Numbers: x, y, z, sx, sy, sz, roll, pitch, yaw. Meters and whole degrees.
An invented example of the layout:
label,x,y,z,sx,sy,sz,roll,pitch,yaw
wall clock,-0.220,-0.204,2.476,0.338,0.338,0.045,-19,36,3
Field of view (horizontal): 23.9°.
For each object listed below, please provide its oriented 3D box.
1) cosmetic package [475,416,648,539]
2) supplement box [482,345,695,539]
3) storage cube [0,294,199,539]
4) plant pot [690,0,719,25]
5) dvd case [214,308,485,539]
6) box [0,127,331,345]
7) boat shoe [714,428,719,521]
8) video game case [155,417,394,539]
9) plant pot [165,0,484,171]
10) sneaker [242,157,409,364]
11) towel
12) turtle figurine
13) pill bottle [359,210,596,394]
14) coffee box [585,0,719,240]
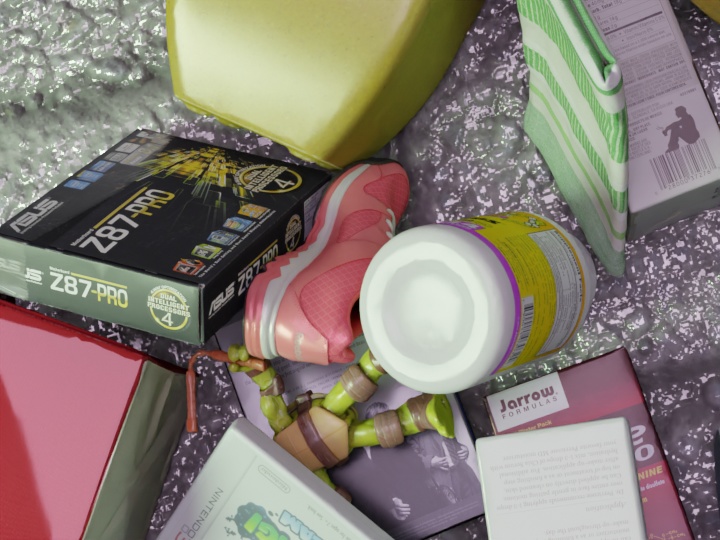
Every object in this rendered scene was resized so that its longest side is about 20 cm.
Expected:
label,x,y,z,sx,sy,sz,roll,pitch,yaw
cosmetic package,0.139,0.202,1.095,0.100,0.071,0.202,-9,81,10
supplement box,0.165,0.165,1.163,0.108,0.061,0.202,-20,79,6
storage cube,-0.233,0.115,1.167,0.178,0.171,0.202,19,84,9
plant pot,0.274,-0.247,1.159,0.142,0.200,0.200,-45,78,24
dvd case,-0.004,0.102,1.213,0.149,0.025,0.202,-22,79,4
box,-0.130,-0.028,1.156,0.160,0.200,0.050,12,119,21
boat shoe,0.287,0.199,1.127,0.090,0.071,0.203,-2,71,7
video game case,-0.049,0.226,1.153,0.199,0.024,0.183,38,118,7
plant pot,-0.030,-0.182,1.181,0.193,0.195,0.202,24,94,10
sneaker,0.000,0.000,1.156,0.086,0.074,0.201,16,44,21
towel,0.138,-0.109,1.118,0.023,0.201,0.153,-19,55,-7
turtle figurine,-0.017,0.118,1.168,0.160,0.064,0.201,-28,92,17
pill bottle,0.087,0.016,1.119,0.103,0.199,0.106,3,97,28
coffee box,0.183,-0.135,1.178,0.079,0.113,0.202,-21,79,4
